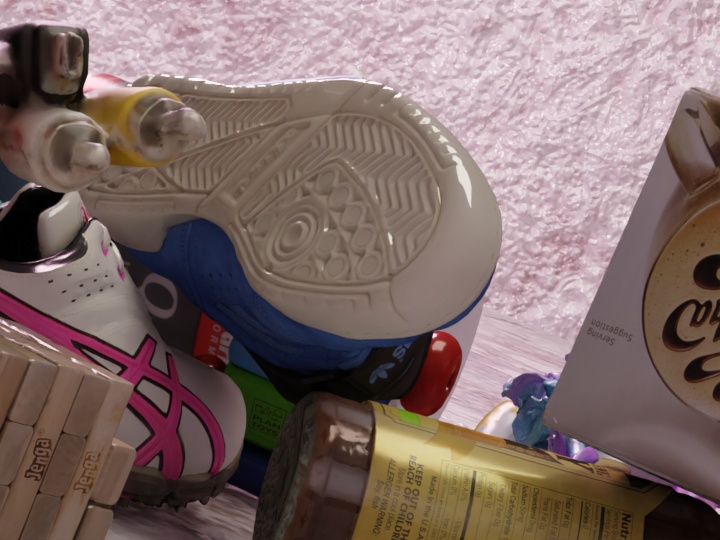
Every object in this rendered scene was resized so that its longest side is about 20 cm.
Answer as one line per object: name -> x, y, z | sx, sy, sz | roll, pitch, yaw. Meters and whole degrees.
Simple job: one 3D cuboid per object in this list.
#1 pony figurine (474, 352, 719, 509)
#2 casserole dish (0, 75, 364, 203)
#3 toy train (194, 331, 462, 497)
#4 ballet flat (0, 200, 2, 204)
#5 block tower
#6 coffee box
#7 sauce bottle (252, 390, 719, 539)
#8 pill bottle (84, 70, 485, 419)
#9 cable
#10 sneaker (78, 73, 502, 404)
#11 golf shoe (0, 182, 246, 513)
pony figurine -> 0.128, 0.073, 1.091 | 0.193, 0.167, 0.200 | -17, 7, 0
casserole dish -> -0.066, -0.043, 1.077 | 0.121, 0.039, 0.200 | -5, 8, 12
toy train -> 0.006, -0.007, 1.099 | 0.085, 0.116, 0.200 | 23, 36, 11
ballet flat -> -0.129, -0.001, 1.118 | 0.068, 0.068, 0.200 | 22, 14, -4
block tower -> -0.144, 0.028, 0.740 | 0.058, 0.054, 0.200 | 24, 3, 40
coffee box -> 0.166, 0.035, 0.835 | 0.200, 0.113, 0.080 | 24, -1, 40
sauce bottle -> 0.067, 0.092, 0.904 | 0.200, 0.065, 0.065 | 17, 4, -13
pill bottle -> -0.054, 0.000, 1.258 | 0.200, 0.116, 0.116 | 23, 3, 15
cable -> -0.114, -0.046, 0.879 | 0.097, 0.050, 0.200 | 1, -1, -17
sneaker -> 0.001, -0.001, 0.895 | 0.111, 0.077, 0.200 | 38, -15, -34
golf shoe -> -0.088, 0.021, 0.896 | 0.073, 0.092, 0.200 | 21, 1, 30
